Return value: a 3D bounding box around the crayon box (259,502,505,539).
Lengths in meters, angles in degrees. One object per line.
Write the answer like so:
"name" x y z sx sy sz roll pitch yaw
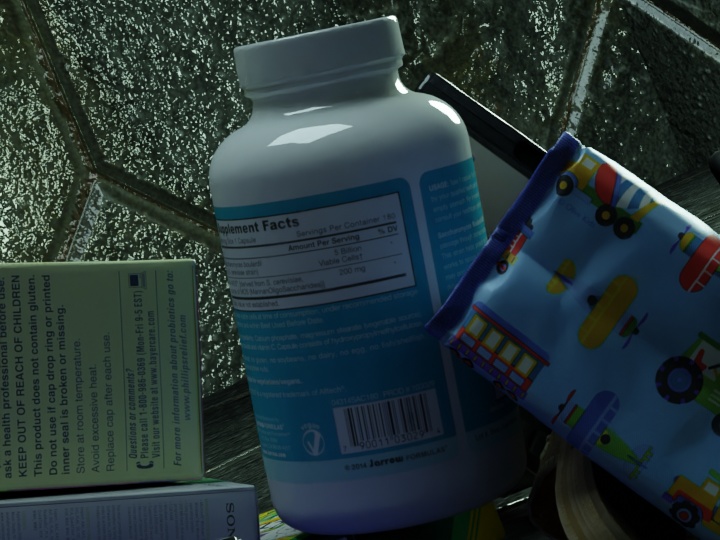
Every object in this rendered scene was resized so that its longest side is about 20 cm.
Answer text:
"crayon box" -0.051 0.151 1.036 0.199 0.059 0.172 -22 2 21

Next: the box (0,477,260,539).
"box" -0.156 0.111 0.963 0.199 0.037 0.144 -1 -3 -19

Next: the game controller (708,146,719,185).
"game controller" 0.184 0.009 0.846 0.042 0.105 0.200 -37 -22 8

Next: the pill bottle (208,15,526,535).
"pill bottle" 0.000 0.000 0.931 0.110 0.201 0.111 -10 6 1

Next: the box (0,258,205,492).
"box" -0.192 0.050 0.996 0.199 0.097 0.176 -1 -3 -26

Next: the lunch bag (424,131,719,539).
"lunch bag" 0.128 0.027 0.904 0.094 0.150 0.200 -55 -10 9

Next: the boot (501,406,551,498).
"boot" 0.031 0.051 1.132 0.078 0.200 0.138 -50 8 -22

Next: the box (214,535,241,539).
"box" -0.108 0.145 0.602 0.199 0.050 0.160 -15 -31 -1

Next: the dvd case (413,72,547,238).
"dvd case" 0.094 0.000 1.073 0.018 0.200 0.143 -51 -6 -26

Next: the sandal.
"sandal" 0.094 0.087 0.928 0.070 0.078 0.212 -43 5 20
